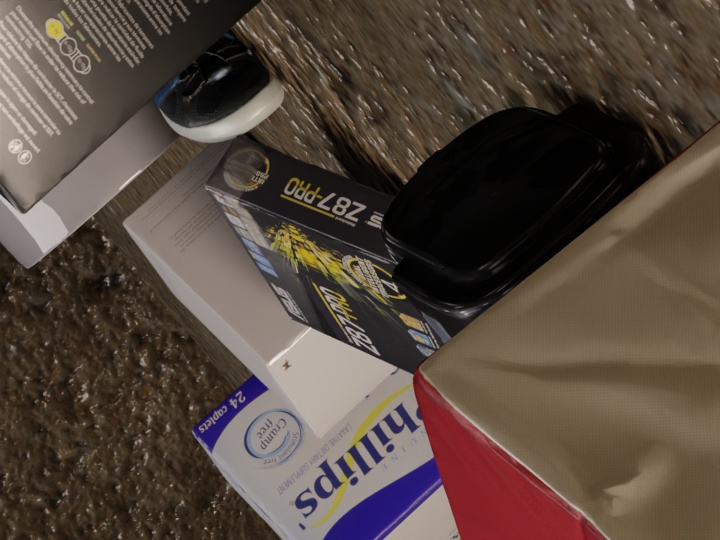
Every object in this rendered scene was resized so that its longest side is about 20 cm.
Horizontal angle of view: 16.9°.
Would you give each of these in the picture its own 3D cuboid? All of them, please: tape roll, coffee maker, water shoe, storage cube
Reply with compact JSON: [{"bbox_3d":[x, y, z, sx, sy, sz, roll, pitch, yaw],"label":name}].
[{"bbox_3d":[-0.196,-0.090,1.810,0.066,0.200,0.200,48,172,-7],"label":"tape roll"},{"bbox_3d":[0.124,0.033,1.071,0.192,0.135,0.200,0,137,47],"label":"coffee maker"},{"bbox_3d":[-0.125,-0.148,1.627,0.200,0.071,0.079,34,160,52],"label":"water shoe"},{"bbox_3d":[0.147,0.077,0.856,0.171,0.200,0.180,43,164,32],"label":"storage cube"}]

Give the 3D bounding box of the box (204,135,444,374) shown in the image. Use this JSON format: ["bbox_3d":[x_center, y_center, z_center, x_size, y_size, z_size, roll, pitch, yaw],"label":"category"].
[{"bbox_3d":[0.000,0.000,1.611,0.161,0.049,0.200,25,162,26],"label":"box"}]

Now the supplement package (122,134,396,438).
[{"bbox_3d":[-0.065,0.008,1.864,0.200,0.121,0.120,43,170,37],"label":"supplement package"}]

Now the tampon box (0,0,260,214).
[{"bbox_3d":[-0.182,-0.163,1.395,0.150,0.200,0.126,34,164,54],"label":"tampon box"}]

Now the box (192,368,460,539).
[{"bbox_3d":[-0.001,0.151,1.986,0.200,0.184,0.105,42,168,33],"label":"box"}]
